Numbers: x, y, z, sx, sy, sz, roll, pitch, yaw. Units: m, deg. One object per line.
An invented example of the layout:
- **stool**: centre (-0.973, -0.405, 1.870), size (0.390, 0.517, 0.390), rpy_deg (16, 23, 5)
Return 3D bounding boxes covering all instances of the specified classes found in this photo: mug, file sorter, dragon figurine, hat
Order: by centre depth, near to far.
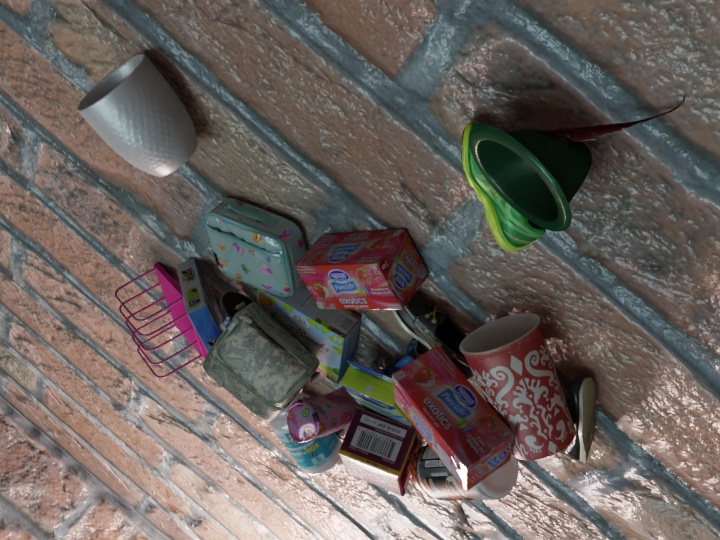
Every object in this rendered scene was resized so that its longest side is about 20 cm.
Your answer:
- **hat**: centre (0.267, -0.162, 1.198), size (0.200, 0.176, 0.166), rpy_deg (42, 168, 29)
- **mug**: centre (0.261, 0.177, 1.504), size (0.133, 0.178, 0.200), rpy_deg (-19, 102, 23)
- **mug**: centre (-0.376, -0.261, 1.634), size (0.175, 0.148, 0.200), rpy_deg (51, 175, -28)
- **dragon figurine**: centre (0.101, 0.162, 1.709), size (0.099, 0.059, 0.200), rpy_deg (34, 146, 8)
- **file sorter**: centre (-0.440, 0.116, 2.073), size (0.139, 0.125, 0.200), rpy_deg (41, 152, 38)

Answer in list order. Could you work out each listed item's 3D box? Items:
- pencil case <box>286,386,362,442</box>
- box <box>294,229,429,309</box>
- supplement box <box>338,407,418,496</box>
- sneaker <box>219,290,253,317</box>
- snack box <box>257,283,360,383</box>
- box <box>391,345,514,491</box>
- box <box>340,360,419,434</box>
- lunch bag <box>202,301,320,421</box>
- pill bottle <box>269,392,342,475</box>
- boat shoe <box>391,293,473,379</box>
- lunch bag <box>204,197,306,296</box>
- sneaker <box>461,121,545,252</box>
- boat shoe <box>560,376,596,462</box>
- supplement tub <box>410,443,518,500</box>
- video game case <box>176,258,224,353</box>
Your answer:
- **pencil case**: centre (-0.064, 0.280, 1.876), size (0.087, 0.200, 0.088), rpy_deg (3, 95, 33)
- **box**: centre (0.000, 0.000, 1.591), size (0.200, 0.095, 0.100), rpy_deg (-1, 128, 44)
- **supplement box**: centre (0.041, 0.365, 1.892), size (0.131, 0.103, 0.200), rpy_deg (18, 159, 12)
- **sneaker**: centre (-0.225, 0.128, 1.963), size (0.200, 0.073, 0.085), rpy_deg (45, 143, -9)
- **snack box**: centre (-0.104, 0.108, 1.834), size (0.200, 0.068, 0.169), rpy_deg (29, 145, 14)
- **box**: centre (0.145, 0.235, 1.509), size (0.200, 0.095, 0.103), rpy_deg (50, 162, 30)
- **box**: centre (0.045, 0.245, 1.808), size (0.122, 0.048, 0.200), rpy_deg (18, 161, 28)
- **lunch bag**: centre (-0.184, 0.165, 1.802), size (0.200, 0.139, 0.168), rpy_deg (41, 137, 0)
- **pill bottle**: centre (-0.128, 0.347, 2.083), size (0.111, 0.111, 0.200), rpy_deg (-3, 127, 45)
- **boat shoe**: centre (0.129, 0.097, 1.598), size (0.201, 0.072, 0.061), rpy_deg (48, 132, 3)
- **lunch bag**: centre (-0.194, -0.046, 1.738), size (0.200, 0.077, 0.161), rpy_deg (20, 141, 27)
- **sneaker**: centre (0.198, -0.123, 1.308), size (0.083, 0.074, 0.200), rpy_deg (-20, 113, 22)
- **boat shoe**: centre (0.349, 0.244, 1.556), size (0.068, 0.072, 0.200), rpy_deg (17, 141, 23)
- **supplement tub**: centre (0.193, 0.376, 1.804), size (0.123, 0.123, 0.200), rpy_deg (50, 145, -15)
- **video game case**: centre (-0.314, 0.103, 1.954), size (0.181, 0.045, 0.200), rpy_deg (-116, 5, -54)
